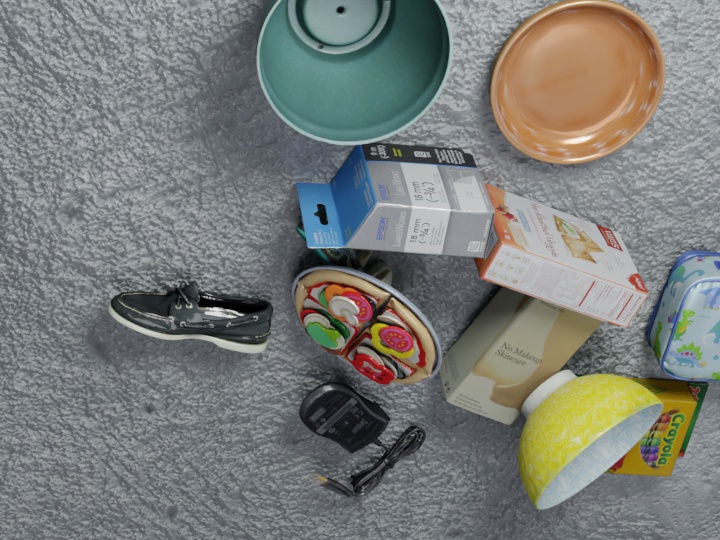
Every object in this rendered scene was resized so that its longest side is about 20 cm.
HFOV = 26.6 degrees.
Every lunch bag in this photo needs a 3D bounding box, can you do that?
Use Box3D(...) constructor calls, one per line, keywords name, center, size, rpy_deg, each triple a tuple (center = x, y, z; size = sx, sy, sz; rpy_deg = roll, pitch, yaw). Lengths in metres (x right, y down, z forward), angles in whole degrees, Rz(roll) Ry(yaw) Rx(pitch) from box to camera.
Box3D(name="lunch bag", center=(0.467, 0.057, 1.888), size=(0.199, 0.083, 0.161), rpy_deg=(4, 123, -12))

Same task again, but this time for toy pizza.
Box3D(name="toy pizza", center=(0.002, 0.072, 1.784), size=(0.199, 0.032, 0.201), rpy_deg=(24, 148, 16))

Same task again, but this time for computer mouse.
Box3D(name="computer mouse", center=(-0.025, 0.210, 1.933), size=(0.200, 0.046, 0.140), rpy_deg=(31, 109, -38))

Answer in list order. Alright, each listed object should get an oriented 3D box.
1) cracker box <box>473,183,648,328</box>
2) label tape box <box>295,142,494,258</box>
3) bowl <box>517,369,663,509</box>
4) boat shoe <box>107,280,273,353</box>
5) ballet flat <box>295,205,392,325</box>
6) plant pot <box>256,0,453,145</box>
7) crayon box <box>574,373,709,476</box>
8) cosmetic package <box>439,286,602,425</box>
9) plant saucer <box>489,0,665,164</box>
Box3D(name="cracker box", center=(0.223, -0.019, 1.770), size=(0.199, 0.134, 0.058), rpy_deg=(19, 118, -20))
Box3D(name="label tape box", center=(0.036, -0.082, 1.693), size=(0.199, 0.144, 0.064), rpy_deg=(3, 122, -11))
Box3D(name="bowl", center=(0.258, 0.186, 1.853), size=(0.200, 0.108, 0.200), rpy_deg=(-33, 158, -15))
Box3D(name="boat shoe", center=(-0.193, 0.044, 1.781), size=(0.198, 0.075, 0.066), rpy_deg=(15, 117, -18))
Box3D(name="ballet flat", center=(0.000, 0.000, 1.791), size=(0.074, 0.074, 0.200), rpy_deg=(-27, 126, 9))
Box3D(name="plant pot", center=(-0.014, -0.251, 1.583), size=(0.199, 0.134, 0.201), rpy_deg=(-4, 124, -6))
Box3D(name="crayon box", center=(0.351, 0.202, 1.982), size=(0.199, 0.051, 0.128), rpy_deg=(4, 121, -12))
Box3D(name="cosmetic package", center=(0.193, 0.088, 1.854), size=(0.105, 0.071, 0.200), rpy_deg=(21, 124, -24))
Box3D(name="plant saucer", center=(0.240, -0.214, 1.705), size=(0.199, 0.038, 0.201), rpy_deg=(-4, 124, -6))
